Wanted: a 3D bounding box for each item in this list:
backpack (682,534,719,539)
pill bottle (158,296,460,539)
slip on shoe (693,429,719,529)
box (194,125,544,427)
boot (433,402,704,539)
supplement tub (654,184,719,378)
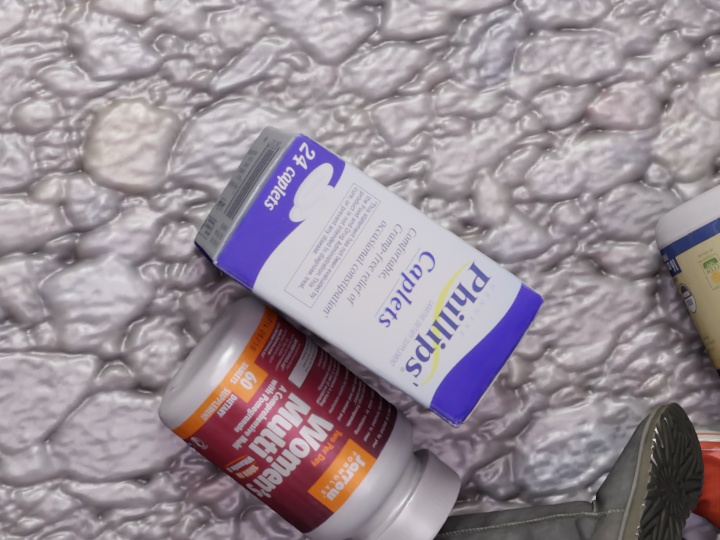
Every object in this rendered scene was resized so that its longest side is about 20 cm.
[{"bbox_3d":[0.230,0.274,1.545,0.150,0.200,0.179,30,93,10],"label":"backpack"},{"bbox_3d":[-0.033,0.118,1.534,0.200,0.110,0.110,39,90,-10],"label":"pill bottle"},{"bbox_3d":[0.294,0.175,1.597,0.199,0.061,0.074,27,125,-4],"label":"slip on shoe"},{"bbox_3d":[0.000,0.000,1.488,0.199,0.184,0.105,33,90,-10],"label":"box"},{"bbox_3d":[0.132,0.176,1.554,0.199,0.182,0.073,-20,113,35],"label":"boot"},{"bbox_3d":[0.305,0.027,1.535,0.143,0.144,0.201,-25,85,-4],"label":"supplement tub"}]
